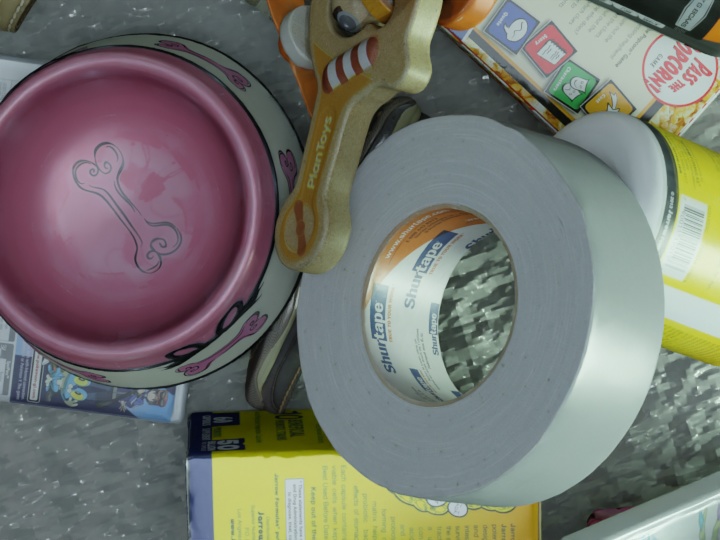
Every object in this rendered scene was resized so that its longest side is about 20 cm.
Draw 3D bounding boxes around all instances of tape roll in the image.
[{"bbox_3d":[0.060,0.022,1.237,0.066,0.200,0.201,11,101,-49],"label":"tape roll"}]

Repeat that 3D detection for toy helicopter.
[{"bbox_3d":[-0.013,-0.098,1.247,0.079,0.132,0.201,15,90,-40],"label":"toy helicopter"}]

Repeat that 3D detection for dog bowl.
[{"bbox_3d":[-0.129,-0.034,1.293,0.199,0.074,0.202,0,89,9],"label":"dog bowl"}]

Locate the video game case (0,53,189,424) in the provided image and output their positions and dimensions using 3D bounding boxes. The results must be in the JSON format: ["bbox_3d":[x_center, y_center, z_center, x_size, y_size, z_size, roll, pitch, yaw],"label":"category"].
[{"bbox_3d":[-0.179,-0.020,1.365,0.181,0.023,0.201,8,98,-5],"label":"video game case"}]

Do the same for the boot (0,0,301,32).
[{"bbox_3d":[-0.104,-0.181,1.319,0.154,0.072,0.200,39,91,-10],"label":"boot"}]

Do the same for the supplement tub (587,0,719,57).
[{"bbox_3d":[0.165,-0.192,1.261,0.199,0.123,0.123,22,97,-7],"label":"supplement tub"}]

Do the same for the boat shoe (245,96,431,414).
[{"bbox_3d":[0.000,0.000,1.353,0.073,0.075,0.201,28,98,-7],"label":"boat shoe"}]

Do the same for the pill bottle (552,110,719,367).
[{"bbox_3d":[0.189,-0.009,1.316,0.199,0.112,0.113,19,98,-37],"label":"pill bottle"}]

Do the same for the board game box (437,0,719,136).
[{"bbox_3d":[0.128,-0.164,1.348,0.200,0.046,0.152,42,94,-9],"label":"board game box"}]

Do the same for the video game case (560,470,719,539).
[{"bbox_3d":[0.195,0.205,1.354,0.199,0.022,0.183,-18,118,-32],"label":"video game case"}]

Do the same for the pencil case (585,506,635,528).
[{"bbox_3d":[0.139,0.234,1.392,0.093,0.091,0.201,21,94,-12],"label":"pencil case"}]

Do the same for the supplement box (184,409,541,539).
[{"bbox_3d":[0.000,0.142,1.357,0.199,0.109,0.110,-2,99,-4],"label":"supplement box"}]
